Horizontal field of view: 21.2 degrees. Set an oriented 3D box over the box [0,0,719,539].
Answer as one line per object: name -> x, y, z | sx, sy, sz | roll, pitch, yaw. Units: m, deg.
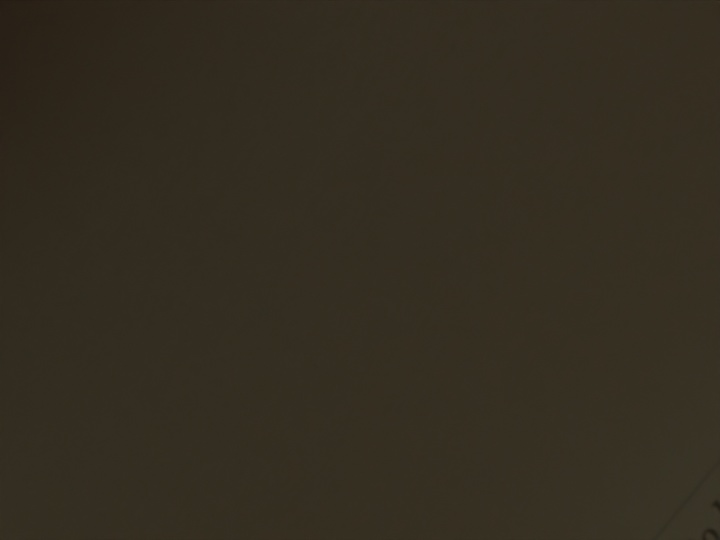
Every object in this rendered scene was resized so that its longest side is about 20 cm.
box -> 0.000, 0.000, 0.402 | 0.199, 0.200, 0.131 | -50, -178, 4
